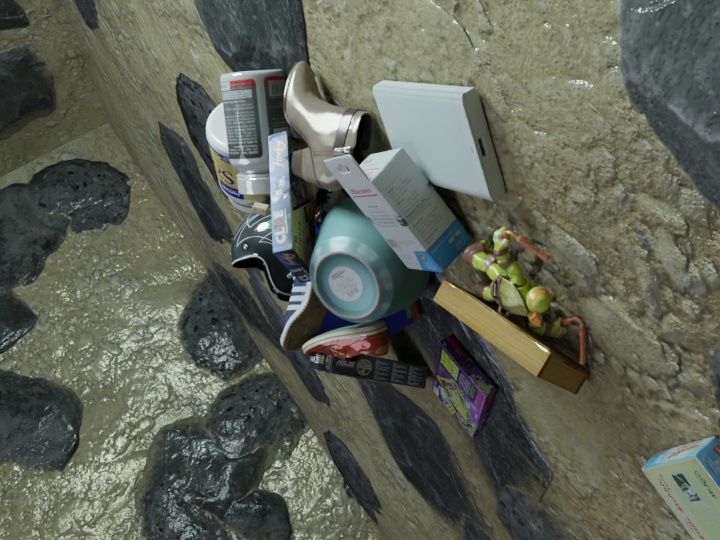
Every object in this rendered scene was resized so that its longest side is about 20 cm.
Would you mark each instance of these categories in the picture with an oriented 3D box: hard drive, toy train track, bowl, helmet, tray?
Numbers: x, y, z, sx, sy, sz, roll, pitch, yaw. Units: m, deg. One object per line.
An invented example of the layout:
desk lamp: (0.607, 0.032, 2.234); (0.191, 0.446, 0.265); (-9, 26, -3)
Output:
hard drive: (0.092, -0.164, 0.906); (0.199, 0.026, 0.134); (28, 145, 57)
toy train track: (-0.151, -0.114, 1.251); (0.200, 0.112, 0.033); (-63, -15, -82)
bowl: (0.000, 0.000, 1.134); (0.197, 0.105, 0.204); (12, 121, 20)
helmet: (-0.155, -0.044, 1.471); (0.191, 0.200, 0.200); (48, 162, 1)
tray: (0.190, 0.081, 0.945); (0.098, 0.037, 0.200); (26, -171, -41)

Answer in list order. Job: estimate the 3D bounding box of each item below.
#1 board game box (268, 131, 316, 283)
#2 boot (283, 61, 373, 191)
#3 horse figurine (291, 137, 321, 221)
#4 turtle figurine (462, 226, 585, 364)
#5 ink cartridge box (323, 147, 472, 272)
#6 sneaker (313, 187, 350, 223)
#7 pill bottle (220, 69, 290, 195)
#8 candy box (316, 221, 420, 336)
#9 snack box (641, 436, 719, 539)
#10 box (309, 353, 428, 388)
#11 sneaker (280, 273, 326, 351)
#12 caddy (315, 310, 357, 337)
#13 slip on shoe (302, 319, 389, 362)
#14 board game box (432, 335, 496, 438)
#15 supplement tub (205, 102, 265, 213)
board game box: (-0.107, -0.099, 1.180); (0.136, 0.034, 0.204); (56, -153, -65)
boot: (-0.044, -0.220, 1.097); (0.144, 0.070, 0.205); (1, 93, 42)
horse figurine: (-0.097, -0.174, 1.320); (0.131, 0.049, 0.204); (-7, 97, 52)
turtle figurine: (0.188, 0.029, 0.888); (0.201, 0.064, 0.161); (53, 173, -23)
ink cartridge box: (0.049, -0.095, 0.993); (0.201, 0.067, 0.116); (50, 167, -17)
sneaker: (-0.038, -0.139, 1.214); (0.074, 0.079, 0.202); (48, 157, 34)
pill bottle: (-0.177, -0.239, 1.272); (0.113, 0.112, 0.204); (21, 118, 62)
candy box: (0.007, 0.000, 1.317); (0.199, 0.076, 0.171); (35, 149, 54)
snack box: (0.397, 0.277, 0.775); (0.201, 0.037, 0.116); (55, 161, 13)
box: (0.012, 0.191, 1.446); (0.161, 0.196, 0.050); (175, 106, -72)
sneaker: (-0.110, 0.042, 1.353); (0.109, 0.069, 0.203); (45, 118, 43)
caddy: (-0.044, 0.100, 1.448); (0.141, 0.196, 0.107); (169, 112, -69)
slip on shoe: (-0.029, 0.133, 1.291); (0.198, 0.074, 0.062); (-14, 94, 41)
board game box: (0.175, 0.206, 1.272); (0.121, 0.032, 0.201); (55, 163, 27)
supplement tub: (-0.220, -0.224, 1.455); (0.146, 0.144, 0.201); (49, 160, 27)
